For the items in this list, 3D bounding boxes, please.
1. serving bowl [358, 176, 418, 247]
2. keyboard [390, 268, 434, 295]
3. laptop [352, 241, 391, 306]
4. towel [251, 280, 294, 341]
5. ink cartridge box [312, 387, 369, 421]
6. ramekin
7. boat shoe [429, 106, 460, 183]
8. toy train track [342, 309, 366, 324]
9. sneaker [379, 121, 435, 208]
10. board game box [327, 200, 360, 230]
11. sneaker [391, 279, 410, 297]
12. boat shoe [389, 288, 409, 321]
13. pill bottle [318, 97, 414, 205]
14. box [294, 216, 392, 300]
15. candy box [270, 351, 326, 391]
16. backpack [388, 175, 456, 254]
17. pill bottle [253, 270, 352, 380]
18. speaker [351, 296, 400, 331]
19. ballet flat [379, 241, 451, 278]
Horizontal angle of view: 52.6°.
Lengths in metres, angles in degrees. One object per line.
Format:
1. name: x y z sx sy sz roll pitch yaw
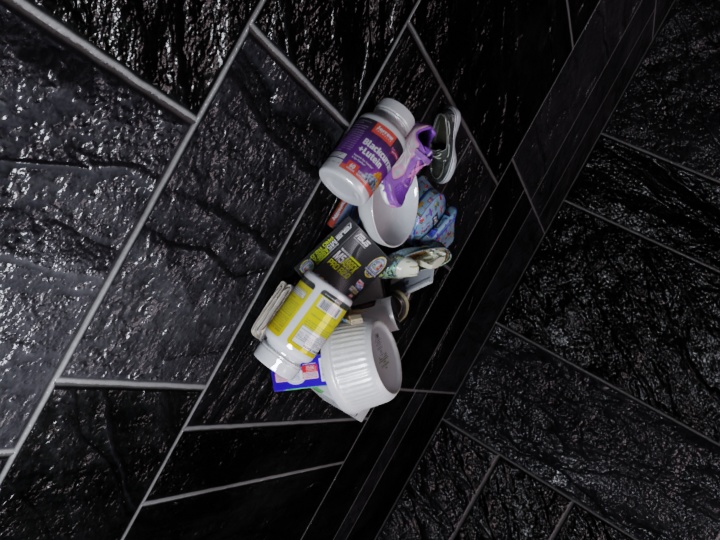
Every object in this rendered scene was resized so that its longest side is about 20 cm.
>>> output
1. serving bowl: 0.050 -0.151 1.560 0.200 0.066 0.200 -17 110 -57
2. keyboard: 0.115 0.040 1.846 0.200 0.011 0.056 -28 -145 44
3. laptop: 0.000 0.000 1.737 0.200 0.116 0.187 -78 162 -50
4. towel: -0.157 0.106 1.550 0.133 0.034 0.200 -57 158 -7
5. ink cartridge box: -0.054 0.301 1.866 0.084 0.146 0.200 -57 159 -13
6. ramekin: 0.008 0.192 1.519 0.200 0.105 0.200 49 32 -47
7. boat shoe: 0.193 -0.304 1.787 0.071 0.072 0.200 -26 131 -41
8. toy train track: -0.034 0.085 1.531 0.200 0.115 0.033 -167 -112 -74
9. sneaker: 0.101 -0.223 1.485 0.080 0.088 0.200 34 68 -56
10. board game box: 0.001 -0.166 1.583 0.200 0.019 0.103 -59 156 -5
11. sneaker: 0.119 0.033 1.971 0.112 0.073 0.200 29 76 -70
12. boat shoe: 0.065 0.123 1.852 0.065 0.073 0.200 -42 164 -37
13. pill bottle: 0.018 -0.234 1.414 0.200 0.111 0.111 -55 157 -15
14. box: -0.032 -0.011 1.572 0.160 0.044 0.200 -43 149 2
15. candy box: -0.083 0.219 1.652 0.200 0.169 0.077 -2 83 -67
16. backpack: 0.152 -0.125 1.812 0.183 0.134 0.200 -46 153 -30
17. pill bottle: -0.116 0.110 1.444 0.200 0.114 0.114 -54 158 -2
18. speaker: -0.012 0.120 1.664 0.081 0.200 0.081 -15 90 -79
19. ballet flat: 0.131 -0.020 1.701 0.200 0.074 0.074 -22 140 -28
